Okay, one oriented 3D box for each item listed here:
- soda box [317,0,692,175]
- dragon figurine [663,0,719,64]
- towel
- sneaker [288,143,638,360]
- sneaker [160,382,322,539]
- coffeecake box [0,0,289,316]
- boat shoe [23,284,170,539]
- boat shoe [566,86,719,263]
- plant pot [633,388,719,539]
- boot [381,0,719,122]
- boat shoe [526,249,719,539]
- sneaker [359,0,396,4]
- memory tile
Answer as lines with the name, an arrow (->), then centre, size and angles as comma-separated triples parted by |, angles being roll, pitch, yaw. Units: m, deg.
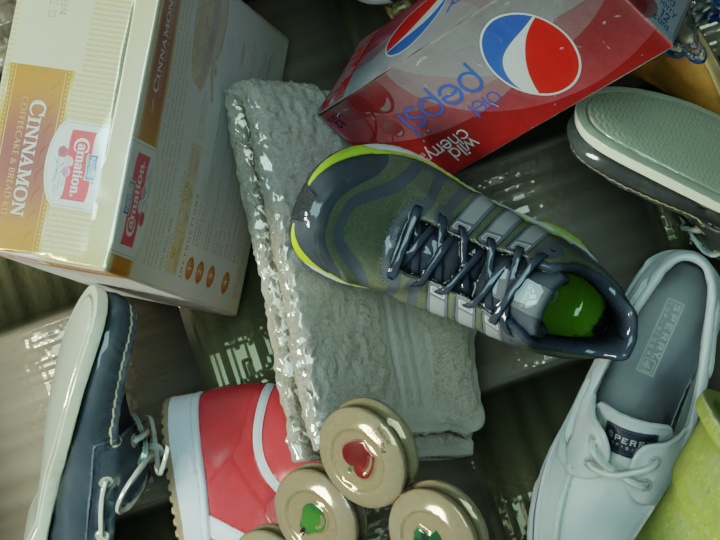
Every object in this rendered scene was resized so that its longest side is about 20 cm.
soda box -> 0.070, -0.109, 1.074 | 0.070, 0.200, 0.064 | 41, 52, -17
dragon figurine -> 0.107, -0.176, 1.107 | 0.200, 0.100, 0.059 | 34, 68, 28
towel -> 0.000, 0.000, 1.132 | 0.034, 0.132, 0.201 | -21, 76, 40
sneaker -> 0.056, -0.005, 1.082 | 0.199, 0.081, 0.074 | 16, 98, -32
sneaker -> -0.031, 0.152, 1.150 | 0.112, 0.071, 0.201 | -13, 81, 8
coffeecake box -> -0.108, -0.068, 1.112 | 0.073, 0.200, 0.155 | 10, 85, 15
boat shoe -> -0.133, 0.102, 1.142 | 0.061, 0.075, 0.201 | 10, 110, -10
boat shoe -> 0.186, -0.028, 1.120 | 0.199, 0.072, 0.068 | 23, 131, -15
plant pot -> 0.179, 0.191, 1.076 | 0.200, 0.200, 0.184 | 42, 101, 9
boot -> 0.096, -0.119, 1.172 | 0.144, 0.071, 0.202 | -34, 78, 8
boat shoe -> 0.132, 0.082, 1.141 | 0.073, 0.065, 0.201 | 15, 86, 7
sneaker -> 0.001, -0.245, 1.134 | 0.079, 0.129, 0.200 | 4, 70, 33
memory tile -> 0.028, 0.170, 1.049 | 0.200, 0.017, 0.154 | 47, 130, 13
